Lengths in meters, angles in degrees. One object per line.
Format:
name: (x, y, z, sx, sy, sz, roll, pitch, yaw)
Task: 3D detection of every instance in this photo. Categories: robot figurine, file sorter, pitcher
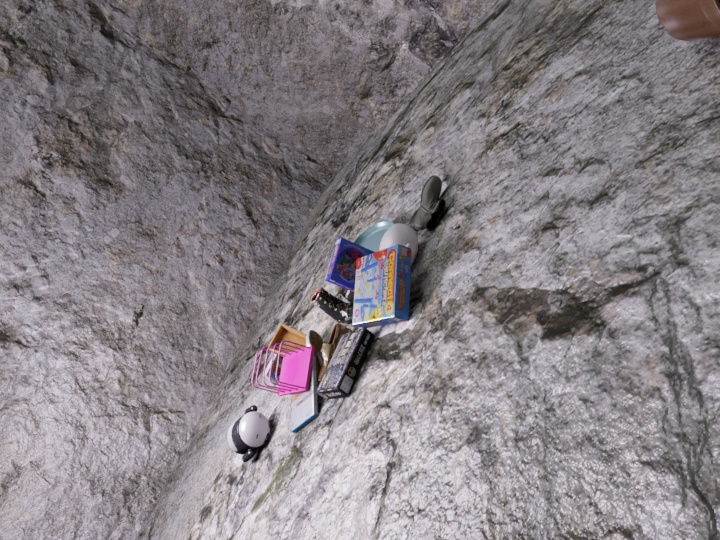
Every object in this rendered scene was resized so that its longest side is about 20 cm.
robot figurine: (-0.401, 0.585, 1.882, 0.123, 0.153, 0.199, -28, -9, -46)
file sorter: (-0.257, 0.315, 1.703, 0.198, 0.123, 0.144, -24, 52, 51)
pitcher: (0.117, -0.038, 1.588, 0.170, 0.119, 0.206, -15, 52, 61)

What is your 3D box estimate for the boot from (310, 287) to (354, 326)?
boot: (-0.077, 0.119, 1.771, 0.075, 0.152, 0.202, -60, 16, -24)

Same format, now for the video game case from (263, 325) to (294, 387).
video game case: (-0.263, 0.332, 1.940, 0.018, 0.144, 0.204, 2, 54, 42)

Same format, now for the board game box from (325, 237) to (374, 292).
board game box: (0.000, 0.000, 1.649, 0.044, 0.195, 0.139, -17, 53, 64)

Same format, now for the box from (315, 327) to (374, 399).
box: (-0.047, 0.279, 1.563, 0.160, 0.049, 0.204, -27, 33, 57)

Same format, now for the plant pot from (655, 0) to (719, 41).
plant pot: (0.614, -0.482, 0.871, 0.202, 0.198, 0.199, -51, 8, 11)

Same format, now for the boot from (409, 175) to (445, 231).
boot: (0.239, -0.215, 1.685, 0.130, 0.066, 0.206, 2, 66, 66)

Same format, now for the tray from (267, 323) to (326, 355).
tray: (-0.223, 0.273, 1.868, 0.101, 0.194, 0.037, -61, -21, -25)

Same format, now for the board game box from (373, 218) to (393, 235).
board game box: (0.063, -0.111, 1.936, 0.147, 0.065, 0.200, -44, 17, -2)

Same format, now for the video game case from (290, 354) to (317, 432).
video game case: (-0.182, 0.392, 1.675, 0.143, 0.017, 0.205, -44, 39, 38)

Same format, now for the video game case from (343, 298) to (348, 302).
video game case: (-0.003, 0.059, 1.917, 0.182, 0.022, 0.203, -43, 19, 39)

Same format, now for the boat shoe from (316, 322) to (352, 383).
boat shoe: (-0.097, 0.264, 1.693, 0.075, 0.073, 0.204, -27, 32, 58)

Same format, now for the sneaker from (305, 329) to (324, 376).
sneaker: (-0.169, 0.293, 1.782, 0.088, 0.074, 0.203, -45, 32, 25)

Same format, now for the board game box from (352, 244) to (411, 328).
board game box: (0.059, 0.050, 1.496, 0.193, 0.055, 0.208, -18, 63, 51)

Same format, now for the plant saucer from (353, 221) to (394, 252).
plant saucer: (0.042, -0.089, 1.793, 0.196, 0.028, 0.203, -30, 29, 18)

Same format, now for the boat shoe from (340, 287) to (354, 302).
boat shoe: (-0.001, 0.010, 1.817, 0.059, 0.071, 0.204, 33, 91, 44)
